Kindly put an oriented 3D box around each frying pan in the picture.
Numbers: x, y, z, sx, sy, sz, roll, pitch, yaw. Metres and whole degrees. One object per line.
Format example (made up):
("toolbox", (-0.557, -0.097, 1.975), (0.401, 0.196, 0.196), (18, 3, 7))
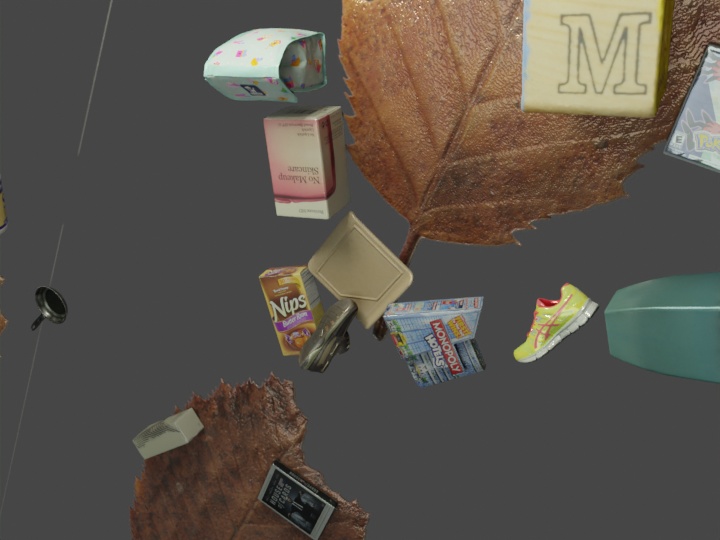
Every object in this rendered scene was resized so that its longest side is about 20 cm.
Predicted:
("frying pan", (-0.861, 0.121, 2.133), (0.114, 0.031, 0.192), (31, 127, 11))

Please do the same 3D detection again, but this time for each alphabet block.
("alphabet block", (0.365, -0.355, 1.168), (0.196, 0.195, 0.200), (8, 119, 25))

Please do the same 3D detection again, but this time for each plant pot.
("plant pot", (0.537, 0.095, 1.331), (0.197, 0.141, 0.144), (-1, 113, 35))

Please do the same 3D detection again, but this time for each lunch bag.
("lunch bag", (-0.175, -0.381, 1.430), (0.167, 0.200, 0.124), (8, 117, 22))

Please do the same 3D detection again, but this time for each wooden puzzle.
("wooden puzzle", (0.000, 0.000, 1.628), (0.200, 0.037, 0.185), (47, 126, 6))

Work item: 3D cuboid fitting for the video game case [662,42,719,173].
("video game case", (0.606, -0.236, 1.202), (0.197, 0.023, 0.185), (23, 122, 16))

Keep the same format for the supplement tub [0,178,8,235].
("supplement tub", (-1.003, -0.192, 1.985), (0.143, 0.145, 0.204), (16, 120, 19))

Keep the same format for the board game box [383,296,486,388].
("board game box", (0.176, 0.138, 1.566), (0.197, 0.062, 0.203), (-18, 109, 22))

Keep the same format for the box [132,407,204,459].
("box", (-0.524, 0.446, 2.086), (0.198, 0.082, 0.069), (-27, 99, 33))

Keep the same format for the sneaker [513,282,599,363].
("sneaker", (0.359, 0.099, 1.469), (0.091, 0.078, 0.200), (48, 120, 8))

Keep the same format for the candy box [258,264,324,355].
("candy box", (-0.145, 0.091, 1.732), (0.115, 0.056, 0.204), (-5, 110, 29))

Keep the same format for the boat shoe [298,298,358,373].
("boat shoe", (-0.059, 0.144, 1.668), (0.073, 0.075, 0.201), (27, 118, -23))

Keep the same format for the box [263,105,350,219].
("box", (-0.104, -0.217, 1.528), (0.126, 0.109, 0.204), (5, 115, 25))

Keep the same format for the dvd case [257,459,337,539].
("dvd case", (-0.168, 0.604, 2.011), (0.198, 0.025, 0.152), (31, 123, 10))
